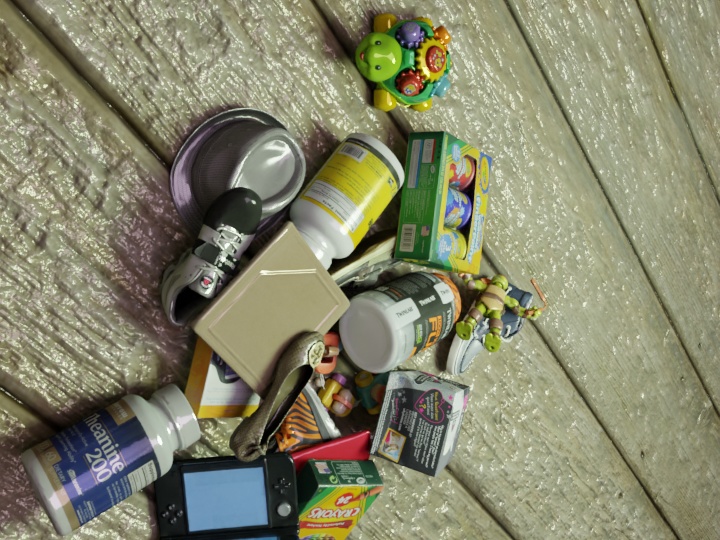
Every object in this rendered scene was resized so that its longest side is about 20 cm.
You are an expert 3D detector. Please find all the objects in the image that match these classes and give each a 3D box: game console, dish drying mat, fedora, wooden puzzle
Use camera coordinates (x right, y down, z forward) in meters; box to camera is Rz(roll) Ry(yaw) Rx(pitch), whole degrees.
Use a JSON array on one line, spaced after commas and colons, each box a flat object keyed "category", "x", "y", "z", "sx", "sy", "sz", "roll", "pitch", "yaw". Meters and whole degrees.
[{"category": "game console", "x": -0.181, "y": 0.351, "z": 0.970, "sx": 0.195, "sy": 0.118, "sz": 0.175, "roll": -4, "pitch": 101, "yaw": -3}, {"category": "dish drying mat", "x": -0.076, "y": 0.292, "z": 1.076, "sx": 0.196, "sy": 0.018, "sz": 0.078, "roll": -13, "pitch": 126, "yaw": -20}, {"category": "fedora", "x": -0.148, "y": -0.125, "z": 0.985, "sx": 0.199, "sy": 0.090, "sz": 0.179, "roll": -38, "pitch": 118, "yaw": -27}, {"category": "wooden puzzle", "x": -0.116, "y": 0.057, "z": 0.984, "sx": 0.185, "sy": 0.037, "sz": 0.201, "roll": -47, "pitch": 137, "yaw": -14}]

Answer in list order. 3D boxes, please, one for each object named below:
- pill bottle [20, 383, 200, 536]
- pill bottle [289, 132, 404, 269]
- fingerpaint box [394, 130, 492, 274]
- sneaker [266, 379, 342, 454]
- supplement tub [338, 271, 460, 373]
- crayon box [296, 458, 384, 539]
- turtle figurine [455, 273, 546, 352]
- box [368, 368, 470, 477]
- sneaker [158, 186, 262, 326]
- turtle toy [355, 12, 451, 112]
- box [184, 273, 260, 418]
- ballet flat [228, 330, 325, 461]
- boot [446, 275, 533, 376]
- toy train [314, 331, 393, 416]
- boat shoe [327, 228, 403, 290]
[{"category": "pill bottle", "x": -0.305, "y": 0.226, "z": 0.910, "sx": 0.198, "sy": 0.110, "sz": 0.113, "roll": -28, "pitch": 114, "yaw": -31}, {"category": "pill bottle", "x": -0.032, "y": -0.093, "z": 1.068, "sx": 0.201, "sy": 0.112, "sz": 0.113, "roll": -53, "pitch": 124, "yaw": -17}, {"category": "fingerpaint box", "x": 0.139, "y": -0.105, "z": 1.188, "sx": 0.166, "sy": 0.072, "sz": 0.205, "roll": 13, "pitch": 84, "yaw": -53}, {"category": "sneaker", "x": -0.109, "y": 0.224, "z": 1.085, "sx": 0.111, "sy": 0.077, "sz": 0.202, "roll": -34, "pitch": 104, "yaw": -13}, {"category": "supplement tub", "x": 0.069, "y": 0.074, "z": 1.153, "sx": 0.198, "sy": 0.121, "sz": 0.125, "roll": -21, "pitch": 111, "yaw": -47}, {"category": "crayon box", "x": -0.066, "y": 0.370, "z": 1.099, "sx": 0.125, "sy": 0.051, "sz": 0.202, "roll": 11, "pitch": 123, "yaw": -37}, {"category": "turtle figurine", "x": 0.217, "y": 0.055, "z": 1.262, "sx": 0.198, "sy": 0.065, "sz": 0.162, "roll": 33, "pitch": 51, "yaw": 1}, {"category": "box", "x": 0.102, "y": 0.235, "z": 1.165, "sx": 0.200, "sy": 0.113, "sz": 0.135, "roll": 24, "pitch": 81, "yaw": -75}, {"category": "sneaker", "x": -0.184, "y": -0.010, "z": 0.923, "sx": 0.073, "sy": 0.089, "sz": 0.201, "roll": 26, "pitch": 112, "yaw": -30}, {"category": "turtle toy", "x": 0.069, "y": -0.320, "z": 1.115, "sx": 0.197, "sy": 0.100, "sz": 0.149, "roll": -9, "pitch": 103, "yaw": -36}, {"category": "box", "x": -0.174, "y": 0.102, "z": 1.018, "sx": 0.118, "sy": 0.041, "sz": 0.204, "roll": 15, "pitch": 86, "yaw": -55}, {"category": "ballet flat", "x": -0.105, "y": 0.174, "z": 0.996, "sx": 0.201, "sy": 0.046, "sz": 0.067, "roll": -54, "pitch": 141, "yaw": -11}, {"category": "boot", "x": 0.232, "y": 0.109, "z": 1.307, "sx": 0.202, "sy": 0.089, "sz": 0.073, "roll": -62, "pitch": 153, "yaw": -12}, {"category": "toy train", "x": -0.006, "y": 0.163, "z": 1.166, "sx": 0.197, "sy": 0.055, "sz": 0.154, "roll": 10, "pitch": 92, "yaw": -38}, {"category": "boat shoe", "x": 0.000, "y": 0.000, "z": 1.133, "sx": 0.198, "sy": 0.073, "sz": 0.066, "roll": -31, "pitch": 110, "yaw": -30}]
